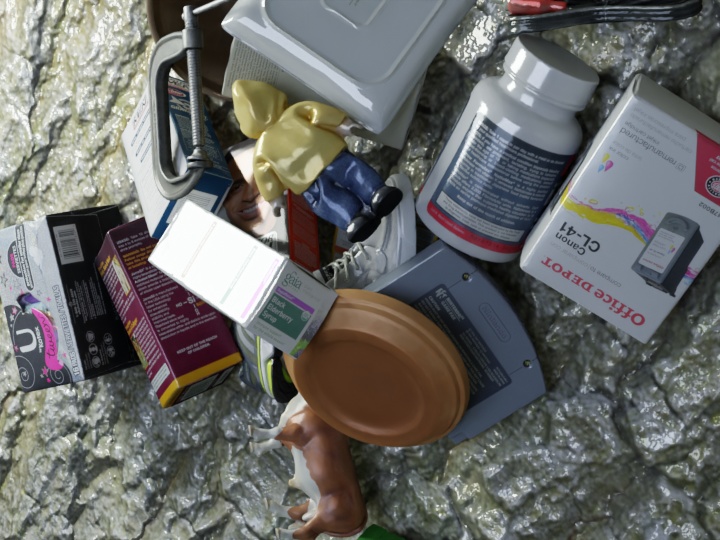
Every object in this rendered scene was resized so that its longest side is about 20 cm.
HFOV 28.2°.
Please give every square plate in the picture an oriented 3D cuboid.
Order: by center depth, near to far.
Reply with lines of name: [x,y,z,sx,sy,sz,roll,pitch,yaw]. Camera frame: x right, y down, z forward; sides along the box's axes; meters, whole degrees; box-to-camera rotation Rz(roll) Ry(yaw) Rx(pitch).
square plate: [-0.005,-0.270,1.432,0.198,0.028,0.200,35,80,4]

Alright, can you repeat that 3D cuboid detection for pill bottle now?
pill bottle: [0.147,-0.120,1.396,0.119,0.119,0.201,39,117,22]

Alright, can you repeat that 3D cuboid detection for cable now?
cable: [0.215,-0.255,1.344,0.199,0.097,0.051,5,120,34]

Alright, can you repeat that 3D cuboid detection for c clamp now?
c clamp: [-0.182,-0.173,1.473,0.170,0.027,0.201,1,93,54]

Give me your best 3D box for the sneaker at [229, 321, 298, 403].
sneaker: [-0.115,0.049,1.628,0.081,0.074,0.201,2,97,38]

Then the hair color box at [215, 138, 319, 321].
hair color box: [-0.101,-0.048,1.547,0.101,0.061,0.201,-21,56,26]

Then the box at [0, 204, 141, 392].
box: [-0.355,0.034,1.745,0.114,0.132,0.201,-14,90,35]

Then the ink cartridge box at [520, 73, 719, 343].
ink cartridge box: [0.262,-0.056,1.327,0.147,0.086,0.201,31,114,1]

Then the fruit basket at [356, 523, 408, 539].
fruit basket: [-0.016,0.392,1.567,0.214,0.155,0.217,3,99,18]

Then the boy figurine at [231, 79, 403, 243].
boy figurine: [-0.057,-0.111,1.417,0.200,0.064,0.125,41,100,14]

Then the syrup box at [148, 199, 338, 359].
syrup box: [-0.120,0.006,1.425,0.200,0.079,0.082,31,87,49]

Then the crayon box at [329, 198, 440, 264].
crayon box: [0.027,0.019,1.540,0.125,0.051,0.201,20,108,29]

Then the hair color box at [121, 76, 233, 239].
hair color box: [-0.208,-0.127,1.608,0.100,0.060,0.200,-57,35,27]

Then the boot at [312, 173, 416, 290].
boot: [0.000,0.000,1.456,0.074,0.095,0.201,-133,46,-71]

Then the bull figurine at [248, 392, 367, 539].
bull figurine: [-0.056,0.203,1.584,0.065,0.121,0.201,138,116,-77]

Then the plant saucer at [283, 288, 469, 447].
plant saucer: [0.010,0.107,1.429,0.199,0.038,0.201,15,132,16]

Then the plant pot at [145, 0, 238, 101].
plant pot: [-0.123,-0.290,1.540,0.200,0.093,0.202,4,117,7]

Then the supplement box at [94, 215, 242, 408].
supplement box: [-0.225,0.045,1.664,0.201,0.085,0.110,64,156,9]

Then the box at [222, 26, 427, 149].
box: [-0.036,-0.199,1.480,0.199,0.068,0.083,18,117,0]

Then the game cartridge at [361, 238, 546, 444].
game cartridge: [0.097,0.069,1.443,0.133,0.042,0.200,-34,111,6]
